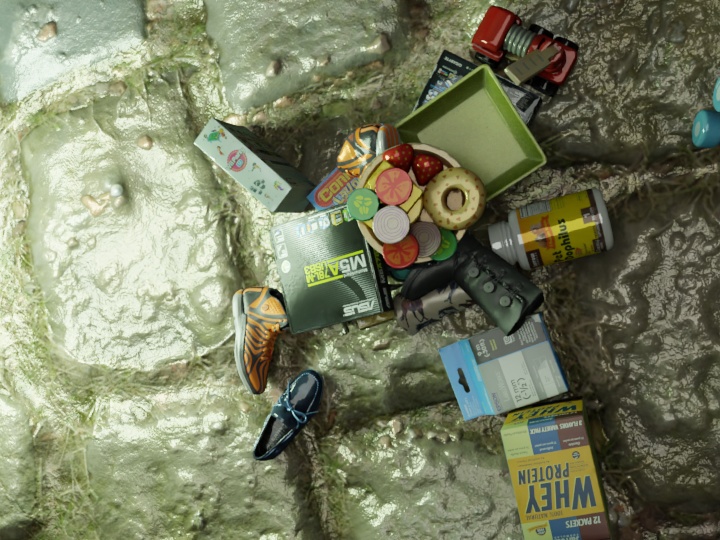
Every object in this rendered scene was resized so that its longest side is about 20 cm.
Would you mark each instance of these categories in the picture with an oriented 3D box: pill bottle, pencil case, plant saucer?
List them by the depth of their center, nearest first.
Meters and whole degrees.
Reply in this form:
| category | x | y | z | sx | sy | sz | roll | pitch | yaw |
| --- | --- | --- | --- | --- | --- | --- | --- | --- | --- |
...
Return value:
| category | x | y | z | sx | sy | sz | roll | pitch | yaw |
| --- | --- | --- | --- | --- | --- | --- | --- | --- | --- |
| pill bottle | 0.325 | -0.066 | 1.494 | 0.199 | 0.109 | 0.110 | -15 | 87 | 14 |
| plant saucer | 0.189 | -0.216 | 1.505 | 0.199 | 0.048 | 0.201 | -33 | 86 | 16 |
| pencil case | 0.159 | 0.047 | 1.556 | 0.199 | 0.089 | 0.078 | -23 | 57 | 13 |

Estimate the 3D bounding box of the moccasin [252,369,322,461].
| category | x | y | z | sx | sy | sz | roll | pitch | yaw |
| --- | --- | --- | --- | --- | --- | --- | --- | --- | --- |
| moccasin | -0.134 | 0.280 | 1.638 | 0.080 | 0.068 | 0.201 | 30 | 98 | 12 |

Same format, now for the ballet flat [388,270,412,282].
| category | x | y | z | sx | sy | sz | roll | pitch | yaw |
| --- | --- | --- | --- | --- | --- | --- | --- | --- | --- |
| ballet flat | 0.095 | -0.078 | 1.514 | 0.067 | 0.064 | 0.201 | 20 | 107 | 3 |

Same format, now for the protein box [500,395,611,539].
| category | x | y | z | sx | sy | sz | roll | pitch | yaw |
| --- | --- | --- | --- | --- | --- | --- | --- | --- | --- |
| protein box | 0.327 | 0.331 | 1.452 | 0.134 | 0.200 | 0.200 | -13 | 88 | 14 |

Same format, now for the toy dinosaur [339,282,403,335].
| category | x | y | z | sx | sy | sz | roll | pitch | yaw |
| --- | --- | --- | --- | --- | --- | --- | --- | --- | --- |
| toy dinosaur | -0.019 | 0.051 | 1.591 | 0.199 | 0.077 | 0.103 | -20 | 107 | 27 |

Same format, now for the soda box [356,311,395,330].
| category | x | y | z | sx | sy | sz | roll | pitch | yaw |
| --- | --- | --- | --- | --- | --- | --- | --- | --- | --- |
| soda box | 0.000 | 0.000 | 1.533 | 0.067 | 0.064 | 0.201 | -18 | 84 | -2 |

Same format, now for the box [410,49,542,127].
| category | x | y | z | sx | sy | sz | roll | pitch | yaw |
| --- | --- | --- | --- | --- | --- | --- | --- | --- | --- |
| box | 0.200 | -0.278 | 1.555 | 0.199 | 0.046 | 0.160 | 29 | 98 | 12 |

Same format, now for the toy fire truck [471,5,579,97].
| category | x | y | z | sx | sy | sz | roll | pitch | yaw |
| --- | --- | --- | --- | --- | --- | --- | --- | --- | --- |
| toy fire truck | 0.265 | -0.368 | 1.458 | 0.175 | 0.200 | 0.129 | 30 | 97 | 12 |

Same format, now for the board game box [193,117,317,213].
| category | x | y | z | sx | sy | sz | roll | pitch | yaw |
| --- | --- | --- | --- | --- | --- | --- | --- | --- | --- |
| board game box | -0.189 | -0.191 | 1.606 | 0.200 | 0.147 | 0.064 | 42 | 102 | 11 |

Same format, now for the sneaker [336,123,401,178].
| category | x | y | z | sx | sy | sz | roll | pitch | yaw |
| --- | --- | --- | --- | --- | --- | --- | --- | --- | --- |
| sneaker | 0.023 | -0.158 | 1.538 | 0.111 | 0.077 | 0.202 | 3 | 106 | 36 |

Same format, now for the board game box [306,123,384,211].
| category | x | y | z | sx | sy | sz | roll | pitch | yaw |
| --- | --- | --- | --- | --- | --- | --- | --- | --- | --- |
| board game box | 0.038 | -0.128 | 1.594 | 0.200 | 0.056 | 0.196 | -43 | 81 | 11 |

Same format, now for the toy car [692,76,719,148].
| category | x | y | z | sx | sy | sz | roll | pitch | yaw |
| --- | --- | --- | --- | --- | --- | --- | --- | --- | --- |
| toy car | 0.648 | -0.305 | 1.407 | 0.183 | 0.177 | 0.201 | 6 | 63 | 1 |

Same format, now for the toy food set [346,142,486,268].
| category | x | y | z | sx | sy | sz | roll | pitch | yaw |
| --- | --- | --- | --- | --- | --- | --- | --- | --- | --- |
| toy food set | 0.085 | -0.105 | 1.392 | 0.200 | 0.049 | 0.198 | 39 | 93 | 8 |

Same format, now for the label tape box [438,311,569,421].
| category | x | y | z | sx | sy | sz | roll | pitch | yaw |
| --- | --- | --- | --- | --- | --- | --- | --- | --- | --- |
| label tape box | 0.249 | 0.174 | 1.540 | 0.199 | 0.066 | 0.144 | -21 | 86 | 12 |

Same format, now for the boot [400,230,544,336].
| category | x | y | z | sx | sy | sz | roll | pitch | yaw |
| --- | --- | --- | --- | --- | --- | --- | --- | --- | --- |
| boot | 0.186 | 0.040 | 1.468 | 0.200 | 0.066 | 0.165 | 42 | 101 | 18 |

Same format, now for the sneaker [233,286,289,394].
| category | x | y | z | sx | sy | sz | roll | pitch | yaw |
| --- | --- | --- | --- | --- | --- | --- | --- | --- | --- |
| sneaker | -0.174 | 0.129 | 1.634 | 0.111 | 0.078 | 0.202 | -8 | 89 | 15 |

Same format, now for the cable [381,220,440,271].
| category | x | y | z | sx | sy | sz | roll | pitch | yaw |
| --- | --- | --- | --- | --- | --- | --- | --- | --- | --- |
| cable | 0.068 | -0.101 | 1.461 | 0.162 | 0.051 | 0.202 | 0 | 96 | 26 |

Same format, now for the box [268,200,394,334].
| category | x | y | z | sx | sy | sz | roll | pitch | yaw |
| --- | --- | --- | --- | --- | --- | --- | --- | --- | --- |
| box | -0.052 | -0.004 | 1.487 | 0.199 | 0.047 | 0.195 | -15 | 84 | 33 |
